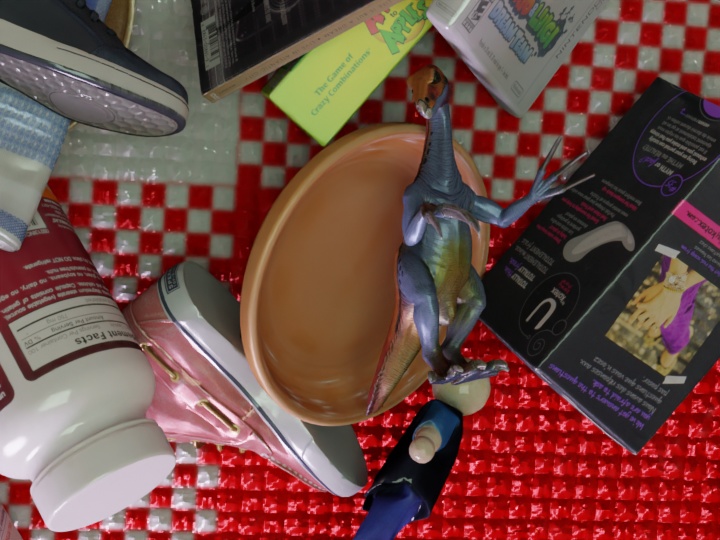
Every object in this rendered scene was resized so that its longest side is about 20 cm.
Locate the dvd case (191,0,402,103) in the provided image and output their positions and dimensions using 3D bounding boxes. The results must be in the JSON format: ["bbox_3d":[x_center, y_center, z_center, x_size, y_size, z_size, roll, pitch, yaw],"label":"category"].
[{"bbox_3d":[-0.018,-0.201,0.969,0.199,0.149,0.016,-25,145,24],"label":"dvd case"}]

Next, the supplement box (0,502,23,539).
[{"bbox_3d":[-0.311,0.141,1.043,0.126,0.074,0.201,-28,102,-3],"label":"supplement box"}]

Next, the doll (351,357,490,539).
[{"bbox_3d":[0.028,0.138,1.065,0.048,0.137,0.200,30,64,12],"label":"doll"}]

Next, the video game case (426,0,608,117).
[{"bbox_3d":[0.124,-0.193,0.997,0.024,0.200,0.182,38,93,20],"label":"video game case"}]

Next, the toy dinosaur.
[{"bbox_3d":[0.036,-0.022,0.987,0.199,0.105,0.182,-22,79,32],"label":"toy dinosaur"}]

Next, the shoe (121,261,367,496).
[{"bbox_3d":[-0.086,0.089,1.075,0.091,0.072,0.200,-33,114,19],"label":"shoe"}]

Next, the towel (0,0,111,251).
[{"bbox_3d":[-0.235,-0.122,0.959,0.146,0.024,0.201,21,70,-11],"label":"towel"}]

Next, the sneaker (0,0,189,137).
[{"bbox_3d":[-0.173,-0.172,0.943,0.202,0.077,0.147,24,70,-11],"label":"sneaker"}]

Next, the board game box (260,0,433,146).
[{"bbox_3d":[0.022,-0.170,1.025,0.048,0.102,0.200,41,92,-10],"label":"board game box"}]

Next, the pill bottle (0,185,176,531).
[{"bbox_3d":[-0.194,0.049,0.986,0.113,0.113,0.200,-31,72,-2],"label":"pill bottle"}]

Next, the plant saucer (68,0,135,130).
[{"bbox_3d":[-0.240,-0.170,1.021,0.199,0.035,0.201,-1,99,-8],"label":"plant saucer"}]

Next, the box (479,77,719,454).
[{"bbox_3d":[0.183,-0.005,1.057,0.106,0.122,0.200,40,93,-27],"label":"box"}]

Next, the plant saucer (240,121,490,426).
[{"bbox_3d":[0.000,0.000,1.041,0.200,0.037,0.201,-21,123,-36],"label":"plant saucer"}]
